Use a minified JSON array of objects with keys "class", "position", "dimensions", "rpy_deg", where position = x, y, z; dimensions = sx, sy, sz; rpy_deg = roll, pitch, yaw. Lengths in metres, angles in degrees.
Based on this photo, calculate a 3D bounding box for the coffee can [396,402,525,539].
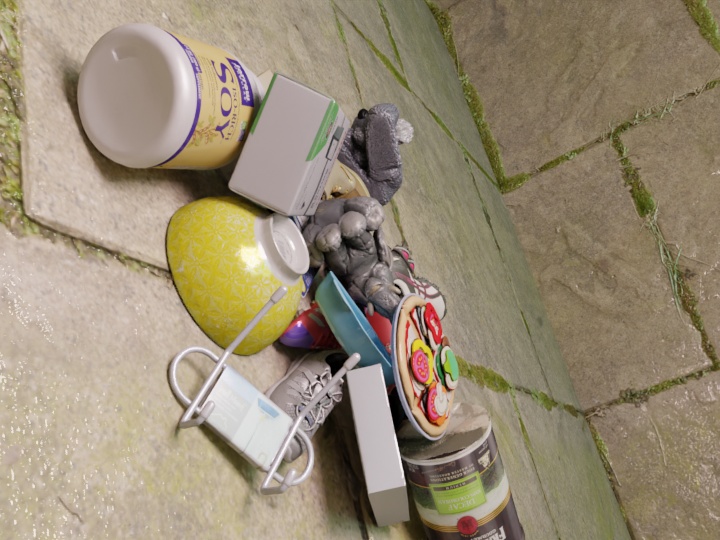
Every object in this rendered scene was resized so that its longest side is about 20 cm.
[{"class":"coffee can","position":[0.146,0.320,1.050],"dimensions":[0.147,0.144,0.203],"rpy_deg":[-55,129,-66]}]

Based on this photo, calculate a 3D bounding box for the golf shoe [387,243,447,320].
[{"class":"golf shoe","position":[0.086,0.044,1.288],"dimensions":[0.200,0.076,0.089],"rpy_deg":[48,47,-34]}]

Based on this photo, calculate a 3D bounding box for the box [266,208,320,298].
[{"class":"box","position":[-0.096,-0.047,1.055],"dimensions":[0.201,0.032,0.123],"rpy_deg":[-68,136,-66]}]

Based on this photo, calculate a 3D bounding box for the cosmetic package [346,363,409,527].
[{"class":"cosmetic package","position":[0.025,0.233,0.929],"dimensions":[0.201,0.051,0.153],"rpy_deg":[81,-4,-59]}]

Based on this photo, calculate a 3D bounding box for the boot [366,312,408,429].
[{"class":"boot","position":[0.037,0.145,1.139],"dimensions":[0.144,0.071,0.204],"rpy_deg":[-6,76,-66]}]

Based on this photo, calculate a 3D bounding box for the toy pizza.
[{"class":"toy pizza","position":[0.097,0.130,0.991],"dimensions":[0.200,0.031,0.204],"rpy_deg":[40,44,-52]}]

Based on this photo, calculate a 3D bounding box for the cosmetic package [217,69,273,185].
[{"class":"cosmetic package","position":[-0.162,-0.215,1.047],"dimensions":[0.104,0.072,0.201],"rpy_deg":[58,21,-18]}]

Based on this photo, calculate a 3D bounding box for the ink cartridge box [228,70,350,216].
[{"class":"ink cartridge box","position":[-0.082,-0.152,0.913],"dimensions":[0.083,0.148,0.200],"rpy_deg":[24,6,2]}]

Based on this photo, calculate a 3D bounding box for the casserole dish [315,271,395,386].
[{"class":"casserole dish","position":[-0.004,0.085,0.940],"dimensions":[0.122,0.038,0.201],"rpy_deg":[58,1,39]}]

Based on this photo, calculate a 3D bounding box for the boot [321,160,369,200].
[{"class":"boot","position":[-0.054,-0.134,1.214],"dimensions":[0.201,0.072,0.157],"rpy_deg":[53,24,-26]}]

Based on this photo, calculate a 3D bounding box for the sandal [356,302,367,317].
[{"class":"sandal","position":[-0.002,0.042,1.141],"dimensions":[0.076,0.047,0.203],"rpy_deg":[89,-17,-62]}]

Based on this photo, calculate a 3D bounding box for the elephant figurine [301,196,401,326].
[{"class":"elephant figurine","position":[0.000,0.000,1.049],"dimensions":[0.201,0.139,0.156],"rpy_deg":[57,37,-30]}]

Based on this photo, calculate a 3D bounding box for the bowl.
[{"class":"bowl","position":[-0.126,-0.011,0.864],"dimensions":[0.201,0.106,0.202],"rpy_deg":[49,27,-36]}]

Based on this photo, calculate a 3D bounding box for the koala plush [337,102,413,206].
[{"class":"koala plush","position":[0.016,-0.236,1.385],"dimensions":[0.201,0.174,0.186],"rpy_deg":[-74,145,-60]}]

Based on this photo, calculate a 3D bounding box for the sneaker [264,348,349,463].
[{"class":"sneaker","position":[-0.061,0.150,0.877],"dimensions":[0.075,0.081,0.201],"rpy_deg":[57,23,-18]}]

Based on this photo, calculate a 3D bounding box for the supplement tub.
[{"class":"supplement tub","position":[-0.204,-0.190,0.819],"dimensions":[0.148,0.144,0.200],"rpy_deg":[65,22,2]}]

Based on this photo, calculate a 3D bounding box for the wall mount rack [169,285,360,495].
[{"class":"wall mount rack","position":[-0.094,0.127,0.756],"dimensions":[0.200,0.074,0.175],"rpy_deg":[44,50,-19]}]

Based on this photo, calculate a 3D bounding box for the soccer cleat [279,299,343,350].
[{"class":"soccer cleat","position":[-0.049,0.086,0.997],"dimensions":[0.077,0.066,0.200],"rpy_deg":[56,16,8]}]
